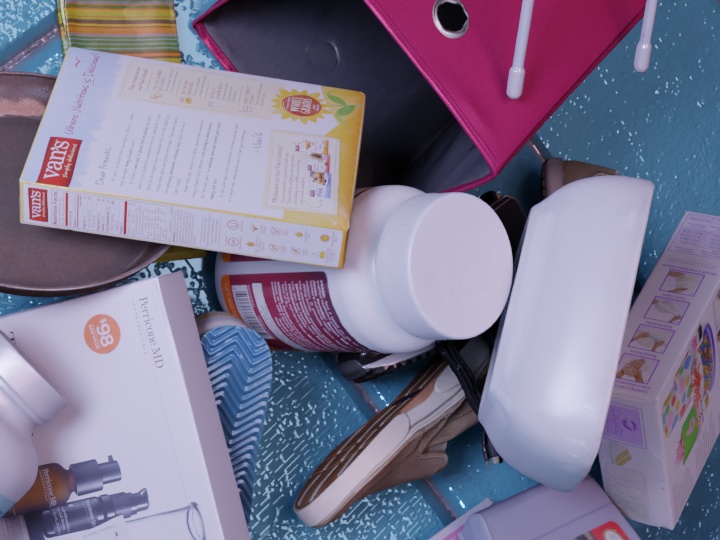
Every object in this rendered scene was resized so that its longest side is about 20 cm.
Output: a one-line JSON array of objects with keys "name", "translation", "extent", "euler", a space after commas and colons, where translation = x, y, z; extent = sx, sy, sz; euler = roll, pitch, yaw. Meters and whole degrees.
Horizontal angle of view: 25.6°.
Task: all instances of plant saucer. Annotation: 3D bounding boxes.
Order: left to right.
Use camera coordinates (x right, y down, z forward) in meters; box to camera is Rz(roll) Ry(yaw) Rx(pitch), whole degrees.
[{"name": "plant saucer", "translation": [-0.207, -0.051, 0.993], "extent": [0.199, 0.032, 0.201], "euler": [10, 43, -9]}]

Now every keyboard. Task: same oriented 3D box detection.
[{"name": "keyboard", "translation": [0.108, 0.060, 1.144], "extent": [0.127, 0.021, 0.201], "euler": [-36, 108, -32]}]

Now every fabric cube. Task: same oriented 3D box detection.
[{"name": "fabric cube", "translation": [0.044, -0.179, 1.108], "extent": [0.199, 0.200, 0.197], "euler": [-46, 105, -27]}]

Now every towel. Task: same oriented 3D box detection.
[{"name": "towel", "translation": [-0.155, -0.104, 1.090], "extent": [0.086, 0.018, 0.201], "euler": [-7, 87, -29]}]

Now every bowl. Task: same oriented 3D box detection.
[{"name": "bowl", "translation": [0.130, 0.039, 1.055], "extent": [0.074, 0.200, 0.201], "euler": [14, 78, 5]}]

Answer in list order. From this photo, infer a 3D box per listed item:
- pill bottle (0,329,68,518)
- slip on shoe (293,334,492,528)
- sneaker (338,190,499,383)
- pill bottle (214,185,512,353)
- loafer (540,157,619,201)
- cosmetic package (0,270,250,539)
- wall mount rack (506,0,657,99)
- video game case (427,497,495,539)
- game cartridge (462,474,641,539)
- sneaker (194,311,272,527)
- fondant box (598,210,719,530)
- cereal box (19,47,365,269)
[{"name": "pill bottle", "translation": [-0.265, 0.122, 0.918], "extent": [0.200, 0.111, 0.111], "euler": [-45, 106, -8]}, {"name": "slip on shoe", "translation": [0.036, 0.125, 1.140], "extent": [0.200, 0.076, 0.061], "euler": [-42, 98, -35]}, {"name": "sneaker", "translation": [0.048, 0.009, 1.167], "extent": [0.200, 0.070, 0.090], "euler": [-28, 90, -33]}, {"name": "pill bottle", "translation": [0.000, 0.000, 1.051], "extent": [0.109, 0.199, 0.110], "euler": [1, 88, -40]}, {"name": "loafer", "translation": [0.182, 0.009, 1.223], "extent": [0.069, 0.075, 0.201], "euler": [-7, 87, 5]}, {"name": "cosmetic package", "translation": [-0.161, 0.116, 0.989], "extent": [0.150, 0.052, 0.201], "euler": [-15, 91, 12]}, {"name": "wall mount rack", "translation": [0.135, -0.211, 1.015], "extent": [0.199, 0.074, 0.175], "euler": [-15, 86, -33]}, {"name": "video game case", "translation": [0.110, 0.269, 1.123], "extent": [0.143, 0.018, 0.200], "euler": [-27, 66, -39]}, {"name": "game cartridge", "translation": [0.166, 0.242, 1.136], "extent": [0.133, 0.041, 0.200], "euler": [-19, 61, -34]}, {"name": "sneaker", "translation": [-0.110, 0.126, 1.054], "extent": [0.076, 0.081, 0.201], "euler": [16, 96, -20]}, {"name": "fondant box", "translation": [0.244, 0.074, 1.212], "extent": [0.200, 0.058, 0.145], "euler": [-55, 144, -37]}, {"name": "cereal box", "translation": [-0.100, -0.072, 0.991], "extent": [0.199, 0.040, 0.144], "euler": [8, 42, -1]}]
